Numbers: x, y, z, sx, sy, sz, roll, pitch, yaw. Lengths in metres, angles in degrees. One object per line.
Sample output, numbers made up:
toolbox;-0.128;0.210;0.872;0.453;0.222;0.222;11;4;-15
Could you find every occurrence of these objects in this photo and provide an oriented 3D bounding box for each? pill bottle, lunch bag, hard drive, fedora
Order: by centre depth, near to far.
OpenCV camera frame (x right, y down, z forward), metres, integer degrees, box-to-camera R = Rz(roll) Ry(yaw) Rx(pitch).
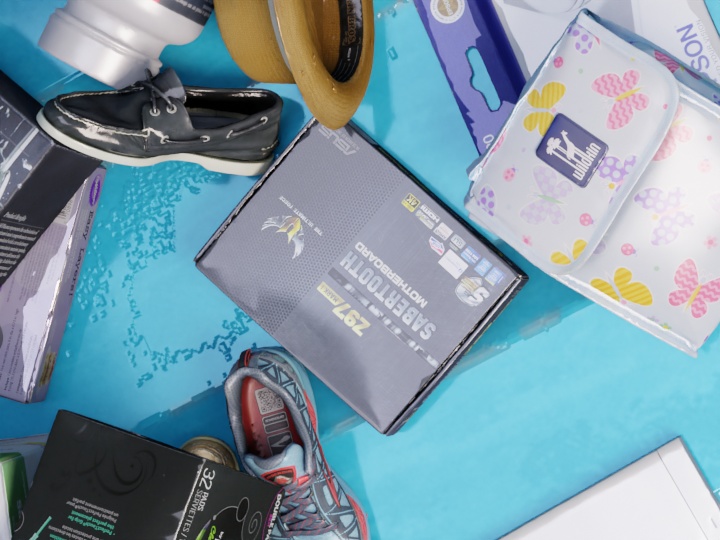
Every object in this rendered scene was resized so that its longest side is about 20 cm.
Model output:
lunch bag;0.191;-0.063;1.609;0.200;0.127;0.170;32;104;-8
fedora;-0.054;-0.198;1.665;0.082;0.201;0.201;-5;88;21
hard drive;0.179;0.227;1.687;0.200;0.027;0.132;-31;83;10
pill bottle;-0.154;-0.235;1.715;0.119;0.120;0.200;28;95;10

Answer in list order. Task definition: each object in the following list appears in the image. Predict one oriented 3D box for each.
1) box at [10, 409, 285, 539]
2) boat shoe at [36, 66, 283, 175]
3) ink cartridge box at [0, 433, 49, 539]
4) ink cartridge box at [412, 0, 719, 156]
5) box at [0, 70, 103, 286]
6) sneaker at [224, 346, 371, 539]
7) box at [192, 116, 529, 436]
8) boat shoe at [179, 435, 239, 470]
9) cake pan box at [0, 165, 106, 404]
box;-0.162;0.217;1.604;0.124;0.149;0.200;16;84;24
boat shoe;-0.138;-0.115;1.676;0.066;0.199;0.075;-62;38;26
ink cartridge box;-0.291;0.174;1.695;0.145;0.200;0.084;-8;91;11
ink cartridge box;0.154;-0.172;1.691;0.200;0.041;0.200;-25;85;10
box;-0.335;-0.073;1.699;0.200;0.124;0.197;40;94;10
sneaker;-0.057;0.155;1.700;0.079;0.096;0.200;-24;84;10
box;0.000;0.000;1.714;0.200;0.051;0.158;42;98;10
boat shoe;-0.139;0.222;1.725;0.072;0.076;0.200;15;92;11
cake pan box;-0.306;-0.017;1.777;0.184;0.052;0.200;14;92;9
